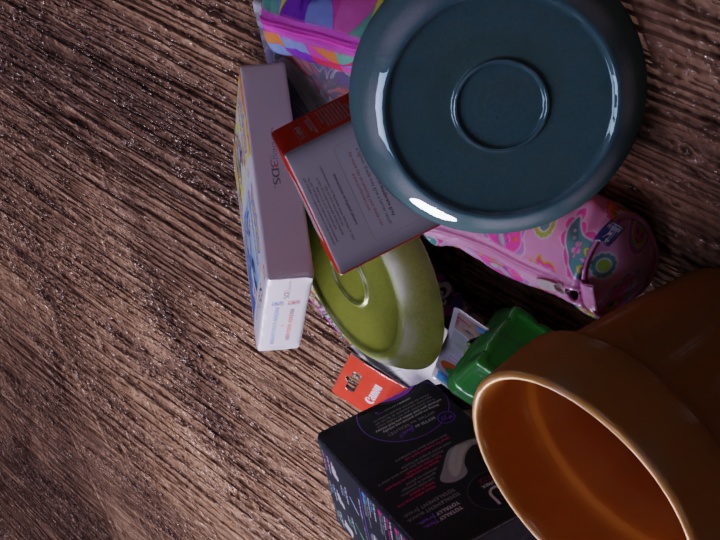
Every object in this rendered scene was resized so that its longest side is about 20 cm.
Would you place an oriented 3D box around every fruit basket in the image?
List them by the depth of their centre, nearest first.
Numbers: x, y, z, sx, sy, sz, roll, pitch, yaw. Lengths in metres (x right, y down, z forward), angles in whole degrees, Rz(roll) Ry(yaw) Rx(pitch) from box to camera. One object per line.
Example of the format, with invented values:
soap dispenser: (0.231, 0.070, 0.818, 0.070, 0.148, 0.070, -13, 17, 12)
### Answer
fruit basket: (0.140, 0.117, 1.370, 0.185, 0.094, 0.200, 35, 156, 8)

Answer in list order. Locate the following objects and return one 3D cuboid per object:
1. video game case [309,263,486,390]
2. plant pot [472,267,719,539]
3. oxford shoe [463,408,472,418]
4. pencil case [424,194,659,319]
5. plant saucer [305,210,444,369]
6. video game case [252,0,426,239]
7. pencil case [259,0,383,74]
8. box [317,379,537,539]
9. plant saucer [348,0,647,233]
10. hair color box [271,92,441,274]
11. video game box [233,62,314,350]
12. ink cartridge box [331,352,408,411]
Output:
video game case: (0.026, 0.031, 1.523, 0.181, 0.036, 0.200, 47, 156, -8)
plant pot: (0.210, 0.100, 1.137, 0.200, 0.183, 0.201, 38, 151, 26)
oxford shoe: (0.137, 0.174, 1.476, 0.200, 0.074, 0.071, 38, 146, 49)
pencil case: (0.128, -0.030, 1.233, 0.200, 0.087, 0.088, 28, 145, 44)
plant saucer: (0.000, 0.000, 1.409, 0.200, 0.031, 0.201, 43, 147, 37)
video game case: (-0.007, -0.130, 1.411, 0.200, 0.023, 0.183, 32, 148, 39)
pencil case: (0.003, -0.187, 1.250, 0.200, 0.088, 0.089, 24, 143, 48)
box: (0.066, 0.202, 1.395, 0.200, 0.122, 0.107, 42, 151, 50)
plant saucer: (0.092, -0.112, 1.079, 0.027, 0.199, 0.201, -94, -20, -65)
hair color box: (0.049, -0.091, 1.147, 0.102, 0.199, 0.061, 65, 177, -23)
video game box: (-0.079, -0.052, 1.446, 0.182, 0.046, 0.201, 110, 153, -66)
ink cartridge box: (0.053, 0.171, 1.609, 0.199, 0.050, 0.109, 33, 152, 4)
